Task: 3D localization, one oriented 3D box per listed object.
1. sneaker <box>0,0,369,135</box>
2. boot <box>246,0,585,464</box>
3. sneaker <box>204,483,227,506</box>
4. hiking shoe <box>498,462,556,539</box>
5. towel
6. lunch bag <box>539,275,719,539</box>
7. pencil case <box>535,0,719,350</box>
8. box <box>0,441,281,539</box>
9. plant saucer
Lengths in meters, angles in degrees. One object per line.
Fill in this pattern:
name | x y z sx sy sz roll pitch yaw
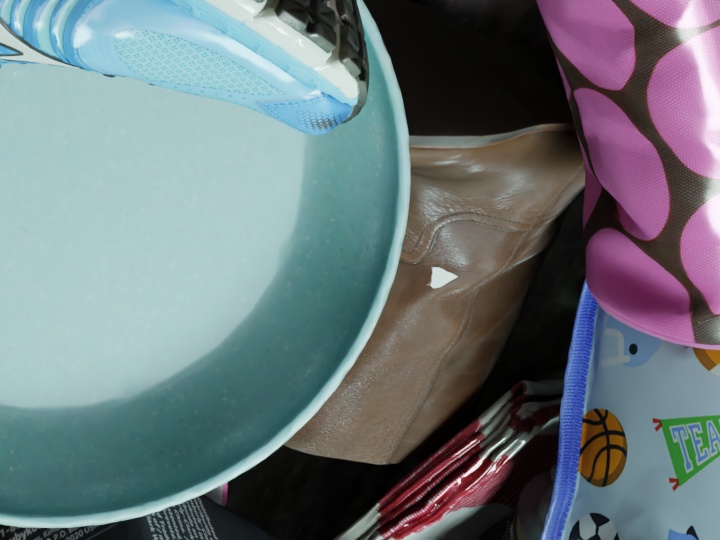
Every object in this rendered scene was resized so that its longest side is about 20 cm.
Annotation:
sneaker | -0.089 -0.082 0.699 0.200 0.078 0.090 23 125 -20
boot | 0.000 0.000 0.900 0.186 0.064 0.200 -2 140 -36
sneaker | -0.113 0.086 0.902 0.088 0.081 0.200 0 134 -37
hiking shoe | 0.074 0.134 1.059 0.101 0.076 0.200 -35 161 -3
towel | 0.017 0.111 1.035 0.200 0.023 0.144 -42 165 16
lunch bag | 0.157 0.024 0.933 0.170 0.124 0.201 4 94 -59
pencil case | 0.084 -0.073 0.786 0.091 0.093 0.200 -51 132 -47
box | -0.066 0.152 0.864 0.122 0.106 0.200 -29 150 12
plant saucer | -0.086 -0.026 0.761 0.199 0.036 0.201 -3 106 -11
